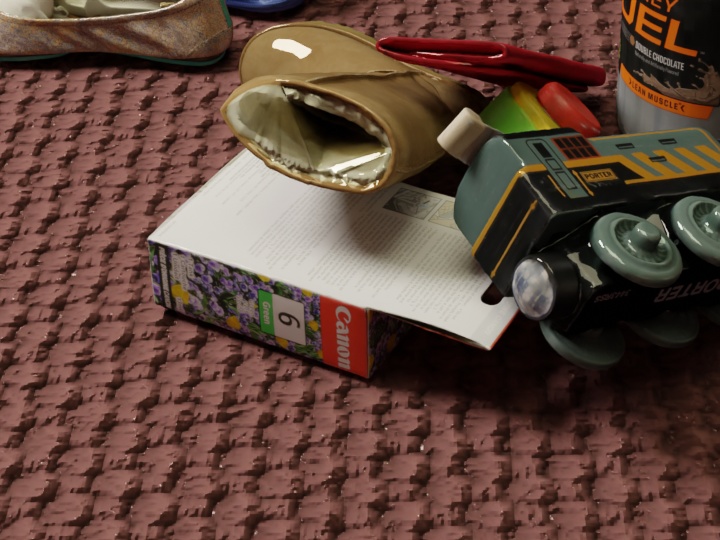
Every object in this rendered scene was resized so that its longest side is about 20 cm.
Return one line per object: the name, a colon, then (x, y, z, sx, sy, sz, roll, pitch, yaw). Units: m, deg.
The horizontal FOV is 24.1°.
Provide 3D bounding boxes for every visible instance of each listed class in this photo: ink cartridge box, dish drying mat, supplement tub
ink cartridge box: (0.000, 0.000, 0.888, 0.199, 0.051, 0.109, 18, 41, 23)
dish drying mat: (0.081, -0.117, 0.972, 0.076, 0.018, 0.200, 7, 5, 23)
supplement tub: (0.212, -0.165, 0.965, 0.122, 0.201, 0.123, -2, 36, 1)

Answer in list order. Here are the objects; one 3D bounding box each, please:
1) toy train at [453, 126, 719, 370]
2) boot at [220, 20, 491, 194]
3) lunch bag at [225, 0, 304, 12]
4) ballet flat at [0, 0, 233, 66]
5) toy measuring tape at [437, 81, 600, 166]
toy train: (0.142, -0.023, 0.841, 0.199, 0.085, 0.114, -10, 53, -36)
boot: (-0.024, -0.095, 0.930, 0.174, 0.066, 0.200, 15, 14, 19)
lunch bag: (-0.080, -0.265, 1.222, 0.160, 0.076, 0.200, 11, 40, 21)
ballet flat: (-0.182, -0.178, 1.117, 0.199, 0.067, 0.068, 1, 37, 6)
toy measuring tape: (0.079, -0.074, 0.904, 0.073, 0.074, 0.200, 23, 5, 29)
